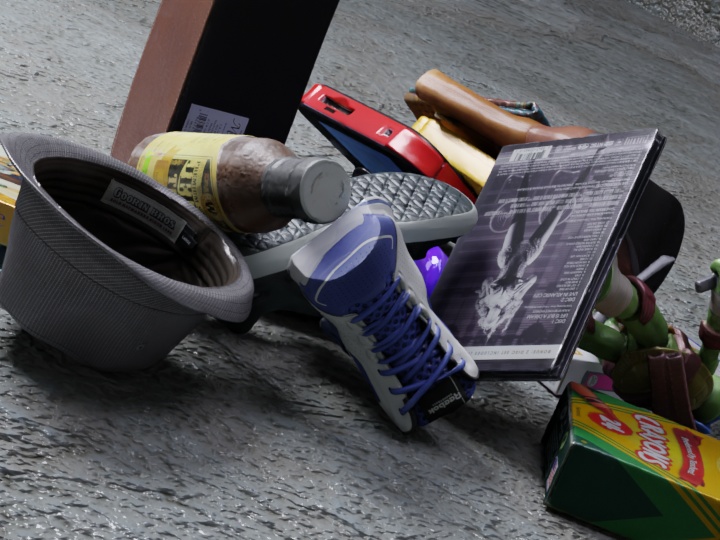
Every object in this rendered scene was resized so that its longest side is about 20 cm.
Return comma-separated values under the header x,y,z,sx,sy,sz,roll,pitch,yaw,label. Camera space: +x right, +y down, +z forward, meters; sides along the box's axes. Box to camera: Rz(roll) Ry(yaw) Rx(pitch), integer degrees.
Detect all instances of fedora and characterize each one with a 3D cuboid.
x,y,z,sx,sy,sz,roll,pitch,yaw,label
-0.158,0.000,1.394,0.177,0.091,0.200,40,15,18,fedora

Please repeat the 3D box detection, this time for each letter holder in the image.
x,y,z,sx,sy,sz,roll,pitch,yaw,label
-0.119,-0.151,1.748,0.100,0.201,0.142,11,19,-33,letter holder

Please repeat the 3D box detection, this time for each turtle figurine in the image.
x,y,z,sx,sy,sz,roll,pitch,yaw,label
0.200,0.017,1.634,0.193,0.201,0.144,26,-2,-40,turtle figurine

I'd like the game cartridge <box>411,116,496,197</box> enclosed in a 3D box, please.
x,y,z,sx,sy,sz,roll,pitch,yaw,label
0.132,-0.033,1.843,0.176,0.032,0.200,37,-10,37,game cartridge

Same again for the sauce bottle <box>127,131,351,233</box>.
x,y,z,sx,sy,sz,roll,pitch,yaw,label
-0.079,-0.057,1.482,0.064,0.065,0.199,11,-3,-35,sauce bottle

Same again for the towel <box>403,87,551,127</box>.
x,y,z,sx,sy,sz,roll,pitch,yaw,label
0.134,-0.077,1.906,0.146,0.022,0.200,11,-31,41,towel

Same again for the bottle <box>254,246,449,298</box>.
x,y,z,sx,sy,sz,roll,pitch,yaw,label
0.000,0.000,1.639,0.199,0.084,0.065,19,-13,-16,bottle

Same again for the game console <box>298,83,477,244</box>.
x,y,z,sx,sy,sz,roll,pitch,yaw,label
0.041,-0.070,1.866,0.177,0.031,0.200,49,-9,-34,game console

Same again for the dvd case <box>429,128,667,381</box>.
x,y,z,sx,sy,sz,roll,pitch,yaw,label
0.116,-0.009,1.570,0.148,0.201,0.016,-4,-40,47,dvd case

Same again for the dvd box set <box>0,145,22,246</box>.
x,y,z,sx,sy,sz,roll,pitch,yaw,label
-0.260,-0.061,1.541,0.199,0.030,0.146,22,13,20,dvd box set

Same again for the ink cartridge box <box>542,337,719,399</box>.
x,y,z,sx,sy,sz,roll,pitch,yaw,label
0.199,0.067,1.776,0.199,0.037,0.095,6,23,-38,ink cartridge box

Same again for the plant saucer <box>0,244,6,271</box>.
x,y,z,sx,sy,sz,roll,pitch,yaw,label
-0.215,-0.007,1.492,0.070,0.019,0.199,34,19,37,plant saucer

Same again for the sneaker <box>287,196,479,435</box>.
x,y,z,sx,sy,sz,roll,pitch,yaw,label
0.026,0.036,1.474,0.115,0.080,0.200,50,-6,20,sneaker

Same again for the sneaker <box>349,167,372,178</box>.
x,y,z,sx,sy,sz,roll,pitch,yaw,label
-0.024,-0.043,1.743,0.071,0.083,0.200,30,18,24,sneaker

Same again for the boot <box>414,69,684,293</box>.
x,y,z,sx,sy,sz,roll,pitch,yaw,label
0.146,-0.067,1.803,0.199,0.069,0.188,24,-11,36,boot

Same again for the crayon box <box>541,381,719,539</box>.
x,y,z,sx,sy,sz,roll,pitch,yaw,label
0.220,0.149,1.519,0.199,0.051,0.127,22,16,-3,crayon box

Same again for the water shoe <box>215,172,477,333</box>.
x,y,z,sx,sy,sz,roll,pitch,yaw,label
-0.015,-0.012,1.574,0.199,0.079,0.072,-11,37,-21,water shoe
